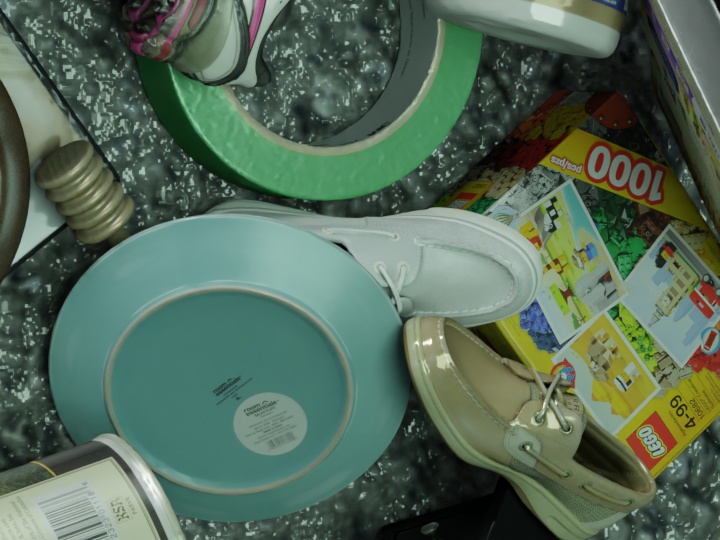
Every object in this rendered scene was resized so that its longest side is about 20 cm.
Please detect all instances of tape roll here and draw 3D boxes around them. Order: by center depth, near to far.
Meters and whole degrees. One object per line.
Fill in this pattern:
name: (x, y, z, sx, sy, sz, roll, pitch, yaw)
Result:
tape roll: (-0.028, -0.140, 1.540, 0.200, 0.048, 0.201, -2, 95, -25)

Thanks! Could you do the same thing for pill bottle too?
pill bottle: (0.112, -0.227, 1.510, 0.111, 0.111, 0.200, 14, 90, -27)

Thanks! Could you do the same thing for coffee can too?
coffee can: (-0.200, 0.186, 1.427, 0.200, 0.146, 0.146, -18, 102, -24)

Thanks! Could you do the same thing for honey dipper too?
honey dipper: (-0.109, 0.012, 1.508, 0.038, 0.038, 0.200, -45, 119, -16)

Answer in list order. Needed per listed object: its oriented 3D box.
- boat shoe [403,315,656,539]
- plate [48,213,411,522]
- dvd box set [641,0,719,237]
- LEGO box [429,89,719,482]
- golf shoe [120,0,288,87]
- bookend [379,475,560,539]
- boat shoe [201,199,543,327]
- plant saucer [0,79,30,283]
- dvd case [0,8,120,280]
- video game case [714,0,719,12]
boat shoe: (0.095, 0.082, 1.518, 0.200, 0.065, 0.072, 45, 31, -37)
plate: (-0.072, 0.061, 1.487, 0.200, 0.026, 0.200, 0, 119, 0)
dvd box set: (0.199, -0.086, 1.530, 0.029, 0.200, 0.146, -22, 67, 1)
LEGO box: (0.136, 0.014, 1.617, 0.149, 0.077, 0.200, -43, 111, -18)
golf shoe: (-0.053, -0.196, 1.461, 0.092, 0.073, 0.200, 21, 95, -33)
bookend: (0.007, 0.210, 1.548, 0.092, 0.199, 0.200, 64, 25, -16)
boat shoe: (0.000, 0.000, 1.504, 0.200, 0.069, 0.072, 12, 113, 2)
plant saucer: (-0.264, -0.044, 1.422, 0.200, 0.032, 0.200, -2, 96, -26)
dvd case: (-0.237, -0.084, 1.458, 0.143, 0.018, 0.200, -40, 110, -17)
video game case: (0.213, -0.154, 1.561, 0.019, 0.143, 0.200, -19, 70, -6)
